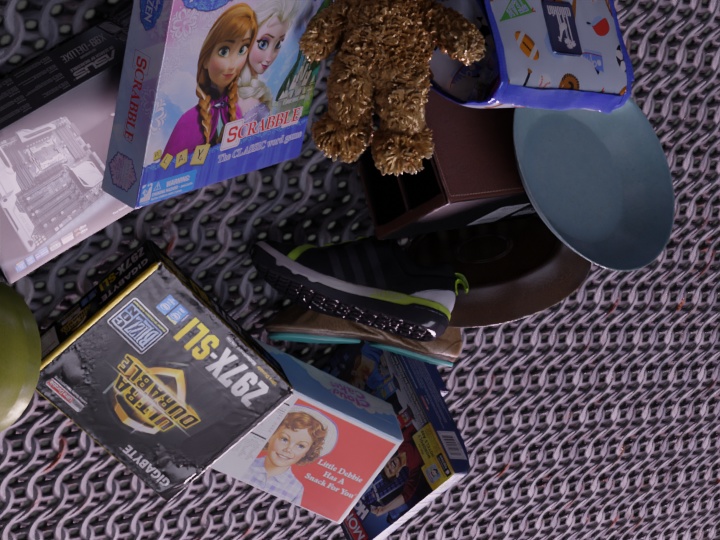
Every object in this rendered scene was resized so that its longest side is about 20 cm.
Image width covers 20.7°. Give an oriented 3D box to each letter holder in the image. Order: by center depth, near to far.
[{"bbox_3d":[0.096,-0.120,1.793,0.199,0.144,0.100,-9,168,-42],"label":"letter holder"}]

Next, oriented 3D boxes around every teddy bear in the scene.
[{"bbox_3d":[0.020,-0.174,1.516,0.067,0.144,0.201,-3,123,-62],"label":"teddy bear"}]

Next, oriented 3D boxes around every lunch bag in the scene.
[{"bbox_3d":[0.113,-0.203,1.607,0.169,0.200,0.124,-1,131,-42],"label":"lunch bag"}]

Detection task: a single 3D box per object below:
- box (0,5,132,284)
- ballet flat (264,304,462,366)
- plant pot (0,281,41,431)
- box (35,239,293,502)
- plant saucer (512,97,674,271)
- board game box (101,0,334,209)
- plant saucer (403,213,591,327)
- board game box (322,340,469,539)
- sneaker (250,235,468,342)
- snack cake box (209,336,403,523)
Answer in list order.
[{"bbox_3d":[-0.222,-0.100,1.537,0.199,0.050,0.158,-31,145,-13],"label":"box"},{"bbox_3d":[0.006,0.043,1.891,0.198,0.068,0.073,9,85,-14],"label":"ballet flat"},{"bbox_3d":[-0.349,0.063,1.499,0.201,0.201,0.192,-49,157,14],"label":"plant pot"},{"bbox_3d":[-0.179,0.091,1.737,0.159,0.049,0.200,-41,125,4],"label":"box"},{"bbox_3d":[0.201,-0.089,1.773,0.200,0.203,0.039,-3,162,-42],"label":"plant saucer"},{"bbox_3d":[-0.103,-0.164,1.514,0.199,0.041,0.201,-23,134,-48],"label":"board game box"},{"bbox_3d":[0.118,-0.010,1.857,0.199,0.200,0.032,-25,120,-21],"label":"plant saucer"},{"bbox_3d":[0.004,0.173,1.978,0.200,0.201,0.061,-41,150,30],"label":"board game box"},{"bbox_3d":[0.000,0.000,1.788,0.072,0.198,0.084,90,20,-71],"label":"sneaker"},{"bbox_3d":[-0.074,0.147,1.874,0.199,0.067,0.115,27,111,-23],"label":"snack cake box"}]
